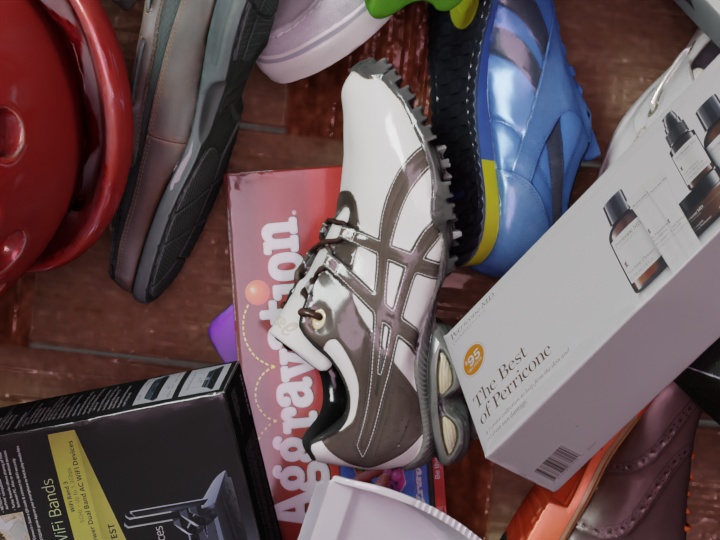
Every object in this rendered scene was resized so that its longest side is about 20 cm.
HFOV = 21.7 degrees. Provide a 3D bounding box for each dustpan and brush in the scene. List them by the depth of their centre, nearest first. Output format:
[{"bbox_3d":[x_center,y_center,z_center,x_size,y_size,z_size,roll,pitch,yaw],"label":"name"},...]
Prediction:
[{"bbox_3d":[0.055,0.189,0.905,0.198,0.057,0.141,17,93,-30],"label":"dustpan and brush"}]

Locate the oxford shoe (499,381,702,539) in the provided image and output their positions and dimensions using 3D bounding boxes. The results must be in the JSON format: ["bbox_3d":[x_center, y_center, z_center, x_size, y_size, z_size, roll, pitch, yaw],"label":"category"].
[{"bbox_3d":[0.142,0.099,0.947,0.072,0.071,0.201,34,100,-4],"label":"oxford shoe"}]

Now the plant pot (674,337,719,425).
[{"bbox_3d":[0.250,0.013,0.850,0.176,0.200,0.201,22,89,-29],"label":"plant pot"}]

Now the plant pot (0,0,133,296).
[{"bbox_3d":[-0.219,-0.063,0.866,0.199,0.182,0.203,14,113,35],"label":"plant pot"}]

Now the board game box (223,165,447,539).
[{"bbox_3d":[-0.012,0.048,0.954,0.102,0.019,0.203,-5,93,-9],"label":"board game box"}]

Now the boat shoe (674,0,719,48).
[{"bbox_3d":[0.164,-0.175,0.920,0.063,0.071,0.201,-37,65,3],"label":"boat shoe"}]

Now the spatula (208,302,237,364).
[{"bbox_3d":[-0.096,0.075,0.961,0.199,0.021,0.057,-38,92,-8],"label":"spatula"}]

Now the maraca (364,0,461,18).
[{"bbox_3d":[0.065,-0.190,0.853,0.200,0.137,0.108,-39,51,18],"label":"maraca"}]

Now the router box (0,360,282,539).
[{"bbox_3d":[-0.114,0.159,0.921,0.155,0.052,0.202,-10,103,7],"label":"router box"}]

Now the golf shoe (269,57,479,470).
[{"bbox_3d":[0.000,0.000,0.905,0.093,0.078,0.203,-9,93,-12],"label":"golf shoe"}]

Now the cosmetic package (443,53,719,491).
[{"bbox_3d":[0.124,-0.002,0.823,0.050,0.083,0.200,28,118,-31],"label":"cosmetic package"}]

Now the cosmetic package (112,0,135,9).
[{"bbox_3d":[-0.176,-0.224,0.929,0.199,0.102,0.074,39,90,-1],"label":"cosmetic package"}]

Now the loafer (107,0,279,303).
[{"bbox_3d":[-0.093,-0.082,0.926,0.062,0.072,0.202,27,116,10],"label":"loafer"}]

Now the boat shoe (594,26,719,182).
[{"bbox_3d":[0.176,-0.079,0.943,0.070,0.069,0.201,29,90,-2],"label":"boat shoe"}]

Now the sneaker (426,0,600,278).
[{"bbox_3d":[0.080,-0.096,0.954,0.078,0.066,0.203,3,84,-26],"label":"sneaker"}]

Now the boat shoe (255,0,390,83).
[{"bbox_3d":[0.010,-0.181,0.925,0.200,0.072,0.068,-42,127,10],"label":"boat shoe"}]
